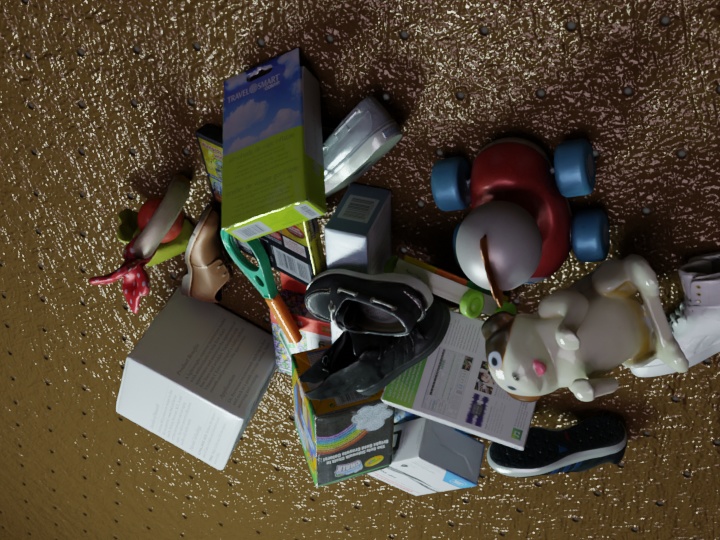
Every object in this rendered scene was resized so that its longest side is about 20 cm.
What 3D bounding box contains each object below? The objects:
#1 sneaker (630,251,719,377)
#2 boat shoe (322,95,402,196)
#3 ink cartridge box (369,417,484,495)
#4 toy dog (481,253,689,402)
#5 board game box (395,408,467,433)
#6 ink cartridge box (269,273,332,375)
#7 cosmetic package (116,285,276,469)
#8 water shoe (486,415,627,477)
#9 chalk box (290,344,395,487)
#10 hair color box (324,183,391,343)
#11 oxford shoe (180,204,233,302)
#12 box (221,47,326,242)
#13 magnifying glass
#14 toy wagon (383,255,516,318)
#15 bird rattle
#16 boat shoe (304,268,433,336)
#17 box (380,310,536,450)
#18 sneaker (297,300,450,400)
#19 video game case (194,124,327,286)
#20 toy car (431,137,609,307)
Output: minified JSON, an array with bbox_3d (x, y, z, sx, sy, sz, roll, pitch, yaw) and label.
[{"bbox_3d":[0.384,0.043,1.005,0.198,0.074,0.116,-29,111,30],"label":"sneaker"},{"bbox_3d":[-0.027,-0.144,1.051,0.200,0.070,0.072,-34,86,47],"label":"boat shoe"},{"bbox_3d":[0.083,0.292,1.325,0.115,0.069,0.199,29,149,-21],"label":"ink cartridge box"},{"bbox_3d":[0.236,0.069,0.983,0.197,0.194,0.141,-25,114,1],"label":"toy dog"},{"bbox_3d":[0.132,0.167,1.247,0.196,0.047,0.153,4,130,23],"label":"board game box"},{"bbox_3d":[-0.076,0.078,1.269,0.107,0.051,0.203,13,133,16],"label":"ink cartridge box"},{"bbox_3d":[-0.252,0.169,1.354,0.197,0.166,0.166,28,136,1],"label":"cosmetic package"},{"bbox_3d":[0.279,0.264,1.211,0.196,0.072,0.080,-11,135,10],"label":"water shoe"},{"bbox_3d":[-0.027,0.220,1.257,0.122,0.125,0.203,-11,133,-15],"label":"chalk box"},{"bbox_3d":[0.000,0.000,1.130,0.059,0.100,0.203,12,132,16],"label":"hair color box"},{"bbox_3d":[-0.214,-0.021,1.244,0.070,0.072,0.201,22,146,2],"label":"oxford shoe"},{"bbox_3d":[-0.104,-0.146,1.006,0.120,0.204,0.047,-16,153,26],"label":"box"},{"bbox_3d":[-0.134,0.019,1.197,0.079,0.022,0.202,9,134,51],"label":"magnifying glass"},{"bbox_3d":[0.127,0.029,1.087,0.198,0.040,0.154,19,-176,-43],"label":"toy wagon"},{"bbox_3d":[-0.292,-0.053,1.174,0.112,0.201,0.164,35,111,-8],"label":"bird rattle"},{"bbox_3d":[-0.003,0.045,1.041,0.197,0.061,0.075,2,134,41],"label":"boat shoe"},{"bbox_3d":[0.141,0.136,1.140,0.196,0.147,0.036,17,165,13],"label":"box"},{"bbox_3d":[0.020,0.099,1.101,0.199,0.060,0.104,-42,139,11],"label":"sneaker"},{"bbox_3d":[-0.127,-0.082,1.125,0.198,0.025,0.183,26,141,37],"label":"video game case"},{"bbox_3d":[0.164,-0.027,0.955,0.181,0.201,0.179,-3,127,28],"label":"toy car"}]
